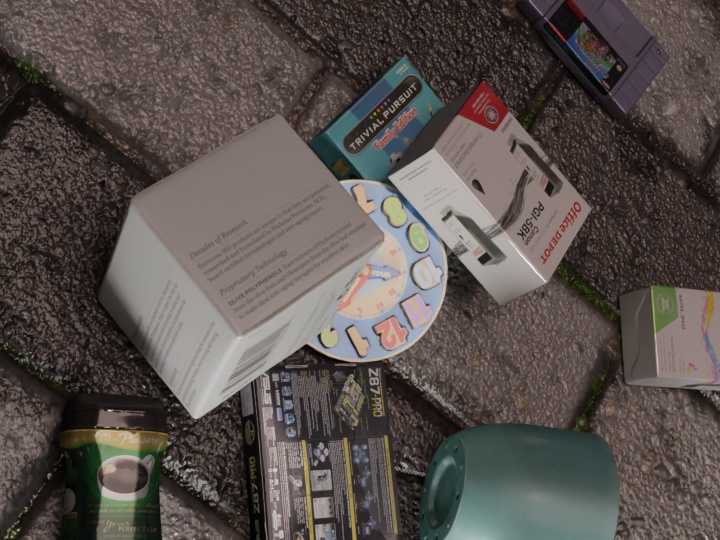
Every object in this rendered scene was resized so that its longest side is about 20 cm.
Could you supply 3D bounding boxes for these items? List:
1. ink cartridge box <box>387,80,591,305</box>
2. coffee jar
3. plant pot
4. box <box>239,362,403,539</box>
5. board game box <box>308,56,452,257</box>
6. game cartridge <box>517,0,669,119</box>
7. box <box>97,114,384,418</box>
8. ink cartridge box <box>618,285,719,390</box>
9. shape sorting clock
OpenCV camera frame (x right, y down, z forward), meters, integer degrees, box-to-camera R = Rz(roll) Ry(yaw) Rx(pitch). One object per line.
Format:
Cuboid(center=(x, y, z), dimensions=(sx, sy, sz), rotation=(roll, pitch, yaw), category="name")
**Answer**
Cuboid(center=(0.148, -0.086, 1.598), dimensions=(0.200, 0.083, 0.147), rotation=(47, 48, -12), category="ink cartridge box")
Cuboid(center=(-0.238, 0.219, 1.372), dimensions=(0.104, 0.085, 0.201), rotation=(6, 76, -26), category="coffee jar")
Cuboid(center=(0.157, 0.255, 1.531), dimensions=(0.160, 0.201, 0.202), rotation=(15, 71, -15), category="plant pot")
Cuboid(center=(-0.042, 0.199, 1.510), dimensions=(0.160, 0.049, 0.201), rotation=(-1, 78, -27), category="box")
Cuboid(center=(0.059, -0.120, 1.645), dimensions=(0.200, 0.047, 0.151), rotation=(50, 60, -10), category="board game box")
Cuboid(center=(0.301, -0.305, 1.837), dimensions=(0.200, 0.038, 0.130), rotation=(46, 56, -12), category="game cartridge")
Cuboid(center=(-0.122, -0.002, 1.407), dimensions=(0.200, 0.199, 0.171), rotation=(-35, 78, -32), category="box")
Cuboid(center=(0.424, 0.087, 1.789), dimensions=(0.199, 0.067, 0.118), rotation=(5, 75, -28), category="ink cartridge box")
Cuboid(center=(0.000, 0.000, 1.561), dimensions=(0.199, 0.039, 0.201), rotation=(0, 89, -16), category="shape sorting clock")
